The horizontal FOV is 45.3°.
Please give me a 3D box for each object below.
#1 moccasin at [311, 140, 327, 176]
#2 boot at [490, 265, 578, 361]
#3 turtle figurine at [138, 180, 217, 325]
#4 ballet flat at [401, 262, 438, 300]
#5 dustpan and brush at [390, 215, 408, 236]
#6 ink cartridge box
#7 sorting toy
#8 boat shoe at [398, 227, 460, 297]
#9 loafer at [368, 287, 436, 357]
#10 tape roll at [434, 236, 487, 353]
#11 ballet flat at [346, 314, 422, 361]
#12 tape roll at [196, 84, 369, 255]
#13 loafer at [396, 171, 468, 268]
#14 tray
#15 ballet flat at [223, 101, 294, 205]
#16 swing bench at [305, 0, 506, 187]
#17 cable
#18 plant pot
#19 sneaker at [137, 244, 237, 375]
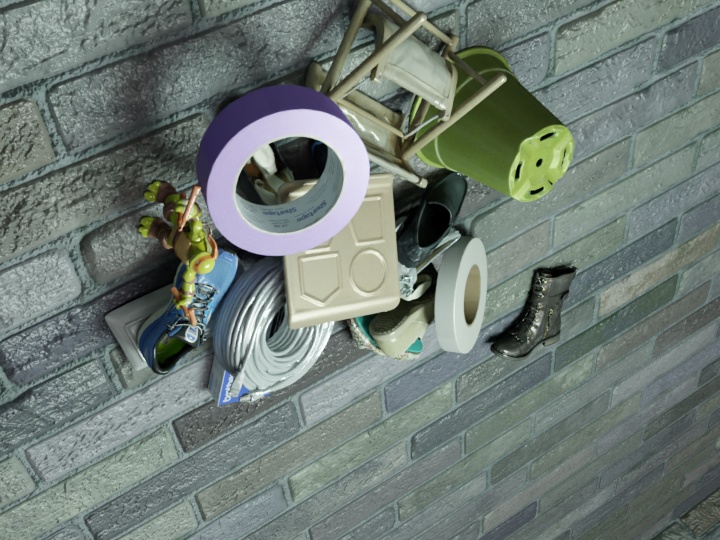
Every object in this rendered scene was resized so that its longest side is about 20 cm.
[{"bbox_3d":[-0.013,-0.113,1.248,0.080,0.068,0.200,-45,143,-3],"label":"moccasin"},{"bbox_3d":[0.346,0.078,1.726,0.199,0.069,0.175,-19,128,-33],"label":"boot"},{"bbox_3d":[-0.216,-0.046,1.064,0.064,0.161,0.201,-17,132,-29],"label":"turtle figurine"},{"bbox_3d":[0.049,0.026,1.418,0.199,0.068,0.068,-19,134,-28],"label":"ballet flat"},{"bbox_3d":[0.000,0.000,1.334,0.201,0.057,0.140,-65,174,18],"label":"dustpan and brush"},{"bbox_3d":[-0.170,0.110,1.323,0.094,0.044,0.201,-7,127,-35],"label":"ink cartridge box"},{"bbox_3d":[-0.030,-0.030,1.191,0.184,0.036,0.201,-9,103,-33],"label":"sorting toy"},{"bbox_3d":[0.086,-0.012,1.367,0.202,0.065,0.075,-49,167,-35],"label":"boat shoe"},{"bbox_3d":[0.087,0.078,1.462,0.200,0.075,0.069,-34,130,-37],"label":"loafer"},{"bbox_3d":[0.174,0.041,1.476,0.203,0.037,0.204,5,90,-67],"label":"tape roll"},{"bbox_3d":[0.030,0.119,1.487,0.064,0.076,0.200,-26,144,31],"label":"ballet flat"},{"bbox_3d":[-0.092,-0.117,1.034,0.199,0.066,0.201,-13,131,-15],"label":"tape roll"},{"bbox_3d":[0.120,-0.085,1.334,0.201,0.068,0.070,-55,-169,-33],"label":"loafer"},{"bbox_3d":[-0.242,0.065,1.204,0.199,0.022,0.108,-25,126,-8],"label":"tray"},{"bbox_3d":[-0.127,-0.133,1.139,0.073,0.073,0.200,-34,139,-12],"label":"ballet flat"},{"bbox_3d":[0.049,-0.244,1.154,0.199,0.130,0.200,20,114,-48],"label":"swing bench"},{"bbox_3d":[-0.118,0.076,1.229,0.200,0.069,0.201,-7,114,-51],"label":"cable"},{"bbox_3d":[0.207,-0.198,1.273,0.199,0.190,0.201,-23,136,-24],"label":"plant pot"},{"bbox_3d":[-0.220,0.057,1.141,0.078,0.089,0.200,25,106,-34],"label":"sneaker"}]
